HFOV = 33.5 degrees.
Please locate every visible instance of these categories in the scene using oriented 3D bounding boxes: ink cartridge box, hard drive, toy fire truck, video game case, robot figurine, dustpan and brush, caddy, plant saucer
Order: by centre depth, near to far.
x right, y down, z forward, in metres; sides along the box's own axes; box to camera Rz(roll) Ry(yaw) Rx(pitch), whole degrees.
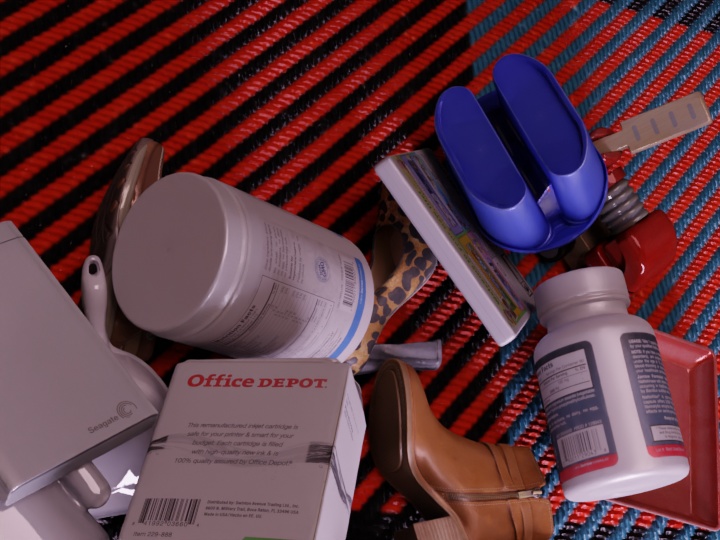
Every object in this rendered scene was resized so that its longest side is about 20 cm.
[{"bbox_3d":[-0.083,0.167,0.868,0.144,0.085,0.201,-1,46,15],"label":"ink cartridge box"},{"bbox_3d":[-0.263,0.190,0.868,0.169,0.113,0.200,-41,92,-7],"label":"robot figurine"},{"bbox_3d":[-0.257,0.060,0.873,0.131,0.027,0.200,-26,69,-43],"label":"hard drive"},{"bbox_3d":[-0.205,0.091,0.950,0.138,0.057,0.203,-5,108,-21],"label":"dustpan and brush"},{"bbox_3d":[0.098,-0.029,1.157,0.201,0.022,0.182,55,17,2],"label":"video game case"},{"bbox_3d":[0.158,-0.113,1.185,0.140,0.105,0.201,-29,57,7],"label":"caddy"},{"bbox_3d":[0.275,-0.079,1.227,0.128,0.200,0.177,-30,84,-34],"label":"toy fire truck"},{"bbox_3d":[0.280,0.153,1.228,0.198,0.037,0.202,19,61,-21],"label":"plant saucer"}]

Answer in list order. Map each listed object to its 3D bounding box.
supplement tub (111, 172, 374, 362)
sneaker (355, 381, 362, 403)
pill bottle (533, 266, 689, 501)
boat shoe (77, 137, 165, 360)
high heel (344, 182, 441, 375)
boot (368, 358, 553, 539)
[{"bbox_3d":[-0.092,0.008,0.990,0.199,0.131,0.134,22,55,-50],"label":"supplement tub"},{"bbox_3d":[-0.061,0.154,1.005,0.078,0.078,0.200,28,52,18],"label":"sneaker"},{"bbox_3d":[0.228,0.106,1.126,0.118,0.119,0.202,1,68,-28],"label":"pill bottle"},{"bbox_3d":[-0.192,-0.015,1.028,0.071,0.076,0.202,18,70,-25],"label":"boat shoe"},{"bbox_3d":[0.000,0.000,1.123,0.141,0.071,0.203,1,72,-28],"label":"high heel"},{"bbox_3d":[0.097,0.172,1.093,0.154,0.077,0.202,-7,75,-29],"label":"boot"}]
